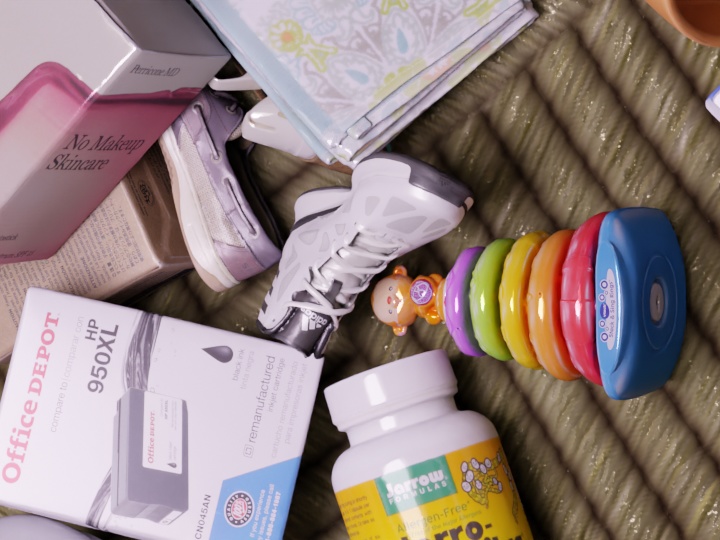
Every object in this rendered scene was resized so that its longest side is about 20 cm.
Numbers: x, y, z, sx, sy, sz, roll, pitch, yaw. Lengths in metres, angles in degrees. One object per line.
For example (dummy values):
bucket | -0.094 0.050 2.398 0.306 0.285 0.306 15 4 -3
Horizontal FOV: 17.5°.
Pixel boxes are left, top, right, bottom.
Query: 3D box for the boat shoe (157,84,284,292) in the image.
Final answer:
boat shoe | -0.099 -0.088 1.576 0.065 0.072 0.200 -18 78 12

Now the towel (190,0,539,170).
towel | -0.008 -0.184 1.508 0.171 0.048 0.200 -39 76 -6

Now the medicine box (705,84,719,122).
medicine box | 0.311 -0.124 1.302 0.103 0.200 0.182 47 110 14

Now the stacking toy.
stacking toy | 0.094 0.018 1.468 0.200 0.110 0.116 1 93 28

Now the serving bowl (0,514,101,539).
serving bowl | -0.177 0.229 1.584 0.200 0.200 0.066 32 70 21

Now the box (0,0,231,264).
box | -0.204 -0.108 1.509 0.200 0.128 0.109 -46 75 20

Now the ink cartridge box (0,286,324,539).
ink cartridge box | -0.137 0.103 1.536 0.200 0.084 0.145 13 83 -2

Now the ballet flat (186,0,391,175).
ballet flat | -0.063 -0.129 1.547 0.200 0.072 0.068 54 151 13

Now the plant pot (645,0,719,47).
plant pot | 0.205 -0.251 1.363 0.140 0.200 0.200 43 110 35

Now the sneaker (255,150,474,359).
sneaker | 0.000 0.000 1.468 0.200 0.076 0.116 -22 44 63

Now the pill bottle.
pill bottle | 0.047 0.157 1.493 0.113 0.113 0.200 -21 83 25

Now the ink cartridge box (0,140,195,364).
ink cartridge box | -0.220 -0.058 1.631 0.165 0.075 0.200 -28 82 26
